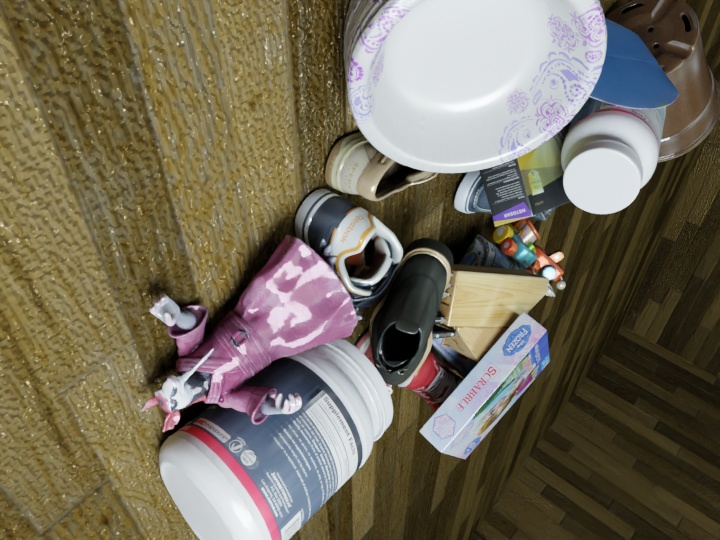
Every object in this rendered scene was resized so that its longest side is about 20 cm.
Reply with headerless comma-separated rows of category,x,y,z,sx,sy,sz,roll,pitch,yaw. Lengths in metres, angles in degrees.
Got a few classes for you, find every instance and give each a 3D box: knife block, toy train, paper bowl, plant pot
knife block,0.126,0.018,0.773,0.200,0.064,0.176,-42,117,-13
toy train,0.271,-0.030,0.931,0.056,0.150,0.200,-47,173,18
paper bowl,0.084,-0.183,0.494,0.198,0.105,0.201,-5,147,-3
plant pot,0.455,-0.307,0.965,0.201,0.199,0.198,-58,144,-1

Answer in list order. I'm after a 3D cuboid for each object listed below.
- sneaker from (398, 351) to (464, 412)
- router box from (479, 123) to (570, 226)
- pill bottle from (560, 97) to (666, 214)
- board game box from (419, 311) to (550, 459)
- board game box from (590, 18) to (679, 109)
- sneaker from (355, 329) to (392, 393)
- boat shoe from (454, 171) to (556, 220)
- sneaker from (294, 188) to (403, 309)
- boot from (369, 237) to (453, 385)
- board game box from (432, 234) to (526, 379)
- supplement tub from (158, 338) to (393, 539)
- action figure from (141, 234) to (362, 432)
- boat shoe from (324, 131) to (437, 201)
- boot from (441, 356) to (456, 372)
sneaker,0.109,0.163,0.869,0.071,0.112,0.200,-52,168,-3
router box,0.207,-0.151,0.751,0.199,0.052,0.159,-21,95,-50
pill bottle,0.305,-0.157,0.741,0.200,0.108,0.110,-55,157,-43
board game box,0.179,0.167,0.837,0.200,0.041,0.200,-48,154,-1
board game box,0.269,-0.236,0.711,0.156,0.202,0.039,3,141,-14
sneaker,0.013,0.147,0.774,0.200,0.086,0.074,-42,149,-29
boat shoe,0.212,-0.108,0.848,0.199,0.090,0.071,-21,134,-49
sneaker,0.000,0.000,0.622,0.079,0.079,0.200,-55,153,-12
boot,0.035,0.082,0.644,0.139,0.077,0.202,-64,166,-51
board game box,0.161,0.062,0.884,0.199,0.062,0.201,26,98,-41
supplement tub,-0.076,0.166,0.590,0.199,0.140,0.141,-35,144,-37
action figure,-0.102,0.054,0.525,0.199,0.135,0.149,-36,-171,-15
boat shoe,0.052,-0.113,0.610,0.199,0.064,0.072,-33,142,-40
boot,0.170,0.059,0.970,0.202,0.072,0.144,-64,151,-5
